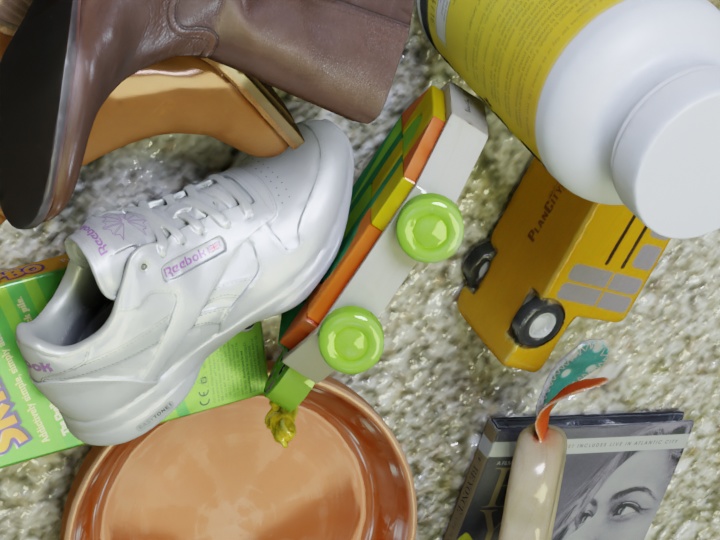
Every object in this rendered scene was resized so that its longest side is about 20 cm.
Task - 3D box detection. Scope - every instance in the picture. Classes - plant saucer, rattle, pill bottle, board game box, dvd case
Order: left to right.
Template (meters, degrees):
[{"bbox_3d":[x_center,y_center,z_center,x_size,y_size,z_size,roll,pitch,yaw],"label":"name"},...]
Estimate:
[{"bbox_3d":[-0.145,0.040,1.300,0.199,0.030,0.096,-16,111,-24],"label":"board game box"},{"bbox_3d":[-0.067,0.141,1.411,0.199,0.032,0.202,-6,113,-15],"label":"plant saucer"},{"bbox_3d":[0.059,0.114,1.450,0.130,0.142,0.201,-53,156,-37],"label":"rattle"},{"bbox_3d":[0.112,0.173,1.587,0.148,0.016,0.201,0,123,-31],"label":"dvd case"},{"bbox_3d":[0.117,-0.102,1.249,0.111,0.200,0.113,-16,130,-20],"label":"pill bottle"}]

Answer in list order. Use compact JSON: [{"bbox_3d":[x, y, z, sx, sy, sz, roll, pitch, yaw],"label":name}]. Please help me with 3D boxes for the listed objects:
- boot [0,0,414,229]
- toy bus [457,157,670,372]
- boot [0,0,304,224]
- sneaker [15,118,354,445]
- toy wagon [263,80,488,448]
[{"bbox_3d":[-0.060,-0.088,1.148,0.199,0.064,0.188,17,77,-35],"label":"boot"},{"bbox_3d":[0.132,-0.040,1.402,0.078,0.065,0.201,10,117,-38],"label":"toy bus"},{"bbox_3d":[-0.137,-0.067,1.212,0.199,0.074,0.155,32,102,-31],"label":"boot"},{"bbox_3d":[-0.083,-0.006,1.251,0.200,0.075,0.100,-46,135,-8],"label":"sneaker"},{"bbox_3d":[0.000,0.000,1.296,0.039,0.155,0.201,32,106,-9],"label":"toy wagon"}]
